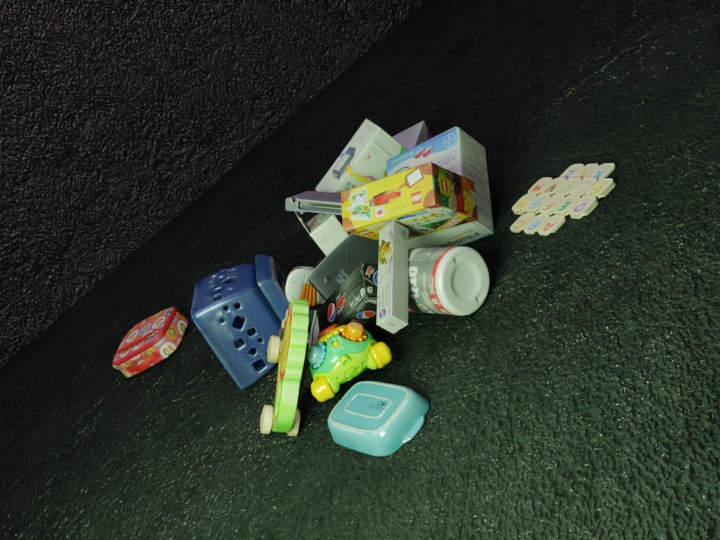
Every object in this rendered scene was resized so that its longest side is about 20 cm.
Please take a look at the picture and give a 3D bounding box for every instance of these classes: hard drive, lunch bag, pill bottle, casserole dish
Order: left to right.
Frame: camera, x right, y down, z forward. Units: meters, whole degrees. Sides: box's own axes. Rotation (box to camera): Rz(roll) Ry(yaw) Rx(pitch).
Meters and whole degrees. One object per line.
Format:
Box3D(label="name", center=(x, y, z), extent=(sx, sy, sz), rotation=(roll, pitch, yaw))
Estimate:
Box3D(label="lunch bag", center=(-0.555, 0.198, 2.101), extent=(0.199, 0.082, 0.177), rotation=(-28, 27, 24))
Box3D(label="hard drive", center=(0.000, 0.000, 1.588), extent=(0.200, 0.135, 0.042), rotation=(-43, 2, -22))
Box3D(label="casserole dish", center=(0.020, 0.220, 1.233), extent=(0.121, 0.039, 0.199), rotation=(-48, 25, -25))
Box3D(label="pill bottle", center=(0.118, 0.017, 1.389), extent=(0.114, 0.114, 0.199), rotation=(-47, 23, -25))

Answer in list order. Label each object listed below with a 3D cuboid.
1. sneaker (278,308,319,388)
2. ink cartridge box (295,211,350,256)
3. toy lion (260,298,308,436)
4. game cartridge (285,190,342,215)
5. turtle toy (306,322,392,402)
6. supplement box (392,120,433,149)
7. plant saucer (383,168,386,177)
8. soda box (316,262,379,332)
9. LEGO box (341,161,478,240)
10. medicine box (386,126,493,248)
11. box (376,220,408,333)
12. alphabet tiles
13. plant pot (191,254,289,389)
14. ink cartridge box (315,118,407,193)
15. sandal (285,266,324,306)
Box3D(label="sneaker", center=(-0.118, 0.143, 1.503), extent=(0.201, 0.079, 0.079), rotation=(-88, 11, -59))
Box3D(label="ink cartridge box", center=(-0.052, -0.062, 1.673), extent=(0.067, 0.201, 0.117), rotation=(-37, 16, 2))
Box3D(label="toy lion", center=(-0.116, 0.156, 1.317), extent=(0.192, 0.068, 0.202), rotation=(119, 157, -64))
Box3D(label="game cartridge", center=(-0.038, -0.133, 1.625), extent=(0.198, 0.039, 0.130), rotation=(6, 10, 16))
Box3D(label="turtle toy", center=(-0.033, 0.142, 1.353), extent=(0.145, 0.102, 0.200), rotation=(-30, -3, -5))
Box3D(label="supplement box", center=(0.125, -0.270, 1.971), extent=(0.103, 0.102, 0.201), rotation=(-25, 25, 26))
Box3D(label="plant saucer", center=(0.157, -0.164, 1.687), extent=(0.198, 0.048, 0.202), rotation=(-24, 58, 24))
Box3D(label="soda box", center=(-0.010, 0.062, 1.433), extent=(0.200, 0.063, 0.071), rotation=(-46, 46, 51))
Box3D(label="LEGO box", center=(0.088, -0.116, 1.435), extent=(0.199, 0.148, 0.078), rotation=(-14, 73, 37))
Box3D(label="medicine box", center=(0.152, -0.146, 1.570), extent=(0.181, 0.103, 0.202), rotation=(-21, 59, 35))
Box3D(label="box", center=(0.055, 0.007, 1.341), extent=(0.039, 0.041, 0.202), rotation=(-34, 41, 39))
Box3D(label="alphabet tiles", center=(0.366, -0.135, 1.455), extent=(0.196, 0.015, 0.200), rotation=(-44, 23, -16))
Box3D(label="plant pot", center=(-0.220, 0.092, 1.652), extent=(0.179, 0.201, 0.200), rotation=(-29, 22, 2))
Box3D(label="ink cartridge box", center=(0.017, -0.211, 1.795), extent=(0.201, 0.145, 0.088), rotation=(-52, 34, 6))
Box3D(label="sandal", center=(-0.104, 0.032, 1.627), extent=(0.059, 0.206, 0.080), rotation=(25, 96, 29))
